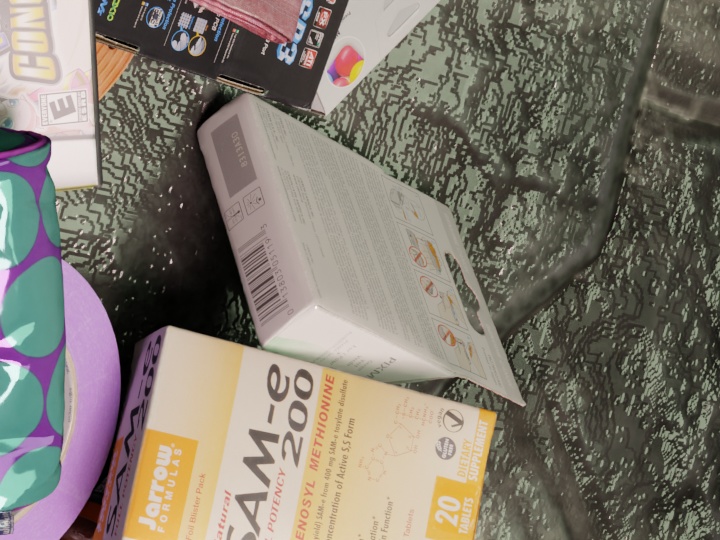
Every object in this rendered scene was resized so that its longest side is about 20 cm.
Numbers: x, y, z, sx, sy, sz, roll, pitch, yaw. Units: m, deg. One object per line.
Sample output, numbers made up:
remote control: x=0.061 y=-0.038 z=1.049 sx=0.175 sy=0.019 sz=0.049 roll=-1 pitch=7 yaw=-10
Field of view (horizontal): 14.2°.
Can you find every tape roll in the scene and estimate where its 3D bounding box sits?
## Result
tape roll: x=-0.226 y=0.073 z=1.543 sx=0.200 sy=0.066 sz=0.200 roll=-18 pitch=117 yaw=-39

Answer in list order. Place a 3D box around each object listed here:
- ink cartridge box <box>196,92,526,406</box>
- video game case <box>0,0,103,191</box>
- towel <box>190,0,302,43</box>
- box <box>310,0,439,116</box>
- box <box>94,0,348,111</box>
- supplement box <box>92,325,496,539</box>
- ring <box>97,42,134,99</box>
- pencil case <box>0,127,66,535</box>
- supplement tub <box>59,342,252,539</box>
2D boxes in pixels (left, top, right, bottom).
ink cartridge box: x=0.000 y=0.000 z=1.681 sx=0.050 sy=0.161 sz=0.200 roll=-35 pitch=142 yaw=22
video game case: x=-0.224 y=-0.128 z=1.445 sx=0.181 sy=0.026 sz=0.200 roll=-6 pitch=111 yaw=-15
towel: x=-0.060 y=-0.234 z=1.491 sx=0.144 sy=0.023 sz=0.200 roll=23 pitch=79 yaw=-43
box: x=-0.019 y=-0.215 z=1.662 sx=0.156 sy=0.041 sz=0.200 roll=-47 pitch=131 yaw=-21
box: x=-0.077 y=-0.205 z=1.549 sx=0.198 sy=0.050 sz=0.200 roll=15 pitch=97 yaw=-44
supplement box: x=-0.036 y=0.118 z=1.592 sx=0.200 sy=0.074 sz=0.126 roll=15 pitch=75 yaw=-17
ring: x=-0.181 y=-0.162 z=1.526 sx=0.200 sy=0.019 sz=0.201 roll=-24 pitch=126 yaw=-38
pencil case: x=-0.196 y=0.026 z=1.447 sx=0.092 sy=0.085 sz=0.200 roll=-11 pitch=111 yaw=-30
supplement tub: x=-0.103 y=0.144 z=1.660 sx=0.200 sy=0.107 sz=0.107 roll=-49 pitch=133 yaw=-20
